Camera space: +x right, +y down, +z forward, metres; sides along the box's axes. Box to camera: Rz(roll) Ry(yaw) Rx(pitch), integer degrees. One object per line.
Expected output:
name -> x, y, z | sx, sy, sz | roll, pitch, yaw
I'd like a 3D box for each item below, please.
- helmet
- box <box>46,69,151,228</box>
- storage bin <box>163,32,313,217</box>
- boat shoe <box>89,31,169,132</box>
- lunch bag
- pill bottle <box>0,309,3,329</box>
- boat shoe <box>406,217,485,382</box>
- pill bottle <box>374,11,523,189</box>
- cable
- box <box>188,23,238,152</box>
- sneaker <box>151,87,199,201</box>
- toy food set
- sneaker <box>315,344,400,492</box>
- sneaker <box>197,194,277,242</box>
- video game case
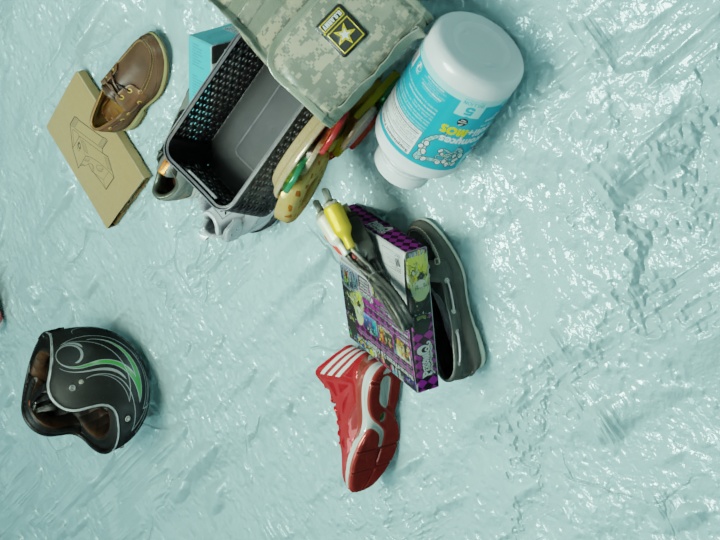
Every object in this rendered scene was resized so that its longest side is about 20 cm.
helmet -> -0.438, 0.193, 2.085 | 0.200, 0.190, 0.201 | -36, 46, 51
box -> -0.410, -0.186, 1.990 | 0.201, 0.021, 0.163 | 57, 139, 8
storage bin -> -0.130, -0.180, 1.574 | 0.135, 0.094, 0.200 | 44, 106, 23
boat shoe -> -0.333, -0.261, 1.833 | 0.072, 0.067, 0.200 | 55, 139, 11
lunch bag -> -0.037, -0.271, 1.361 | 0.164, 0.117, 0.200 | -46, 61, 7
pill bottle -> -0.739, 0.025, 2.381 | 0.110, 0.110, 0.201 | 12, 118, 43
boat shoe -> 0.094, 0.038, 1.536 | 0.067, 0.057, 0.201 | -13, 100, 49
pill bottle -> 0.086, -0.176, 1.394 | 0.111, 0.111, 0.200 | 51, 139, 15
cable -> 0.000, 0.000, 1.502 | 0.097, 0.050, 0.201 | 93, 154, -62
box -> -0.180, -0.216, 1.681 | 0.049, 0.082, 0.201 | 28, 128, 35
sneaker -> -0.239, -0.171, 1.771 | 0.074, 0.079, 0.201 | 43, 134, 25
toy food set -> -0.032, -0.152, 1.472 | 0.049, 0.200, 0.198 | 40, 155, 2
sneaker -> -0.009, 0.190, 1.726 | 0.115, 0.078, 0.201 | 34, 120, 42
sneaker -> -0.139, -0.101, 1.670 | 0.075, 0.115, 0.200 | 54, 139, 11
video game case -> 0.030, 0.030, 1.566 | 0.200, 0.036, 0.182 | -146, 45, -60
